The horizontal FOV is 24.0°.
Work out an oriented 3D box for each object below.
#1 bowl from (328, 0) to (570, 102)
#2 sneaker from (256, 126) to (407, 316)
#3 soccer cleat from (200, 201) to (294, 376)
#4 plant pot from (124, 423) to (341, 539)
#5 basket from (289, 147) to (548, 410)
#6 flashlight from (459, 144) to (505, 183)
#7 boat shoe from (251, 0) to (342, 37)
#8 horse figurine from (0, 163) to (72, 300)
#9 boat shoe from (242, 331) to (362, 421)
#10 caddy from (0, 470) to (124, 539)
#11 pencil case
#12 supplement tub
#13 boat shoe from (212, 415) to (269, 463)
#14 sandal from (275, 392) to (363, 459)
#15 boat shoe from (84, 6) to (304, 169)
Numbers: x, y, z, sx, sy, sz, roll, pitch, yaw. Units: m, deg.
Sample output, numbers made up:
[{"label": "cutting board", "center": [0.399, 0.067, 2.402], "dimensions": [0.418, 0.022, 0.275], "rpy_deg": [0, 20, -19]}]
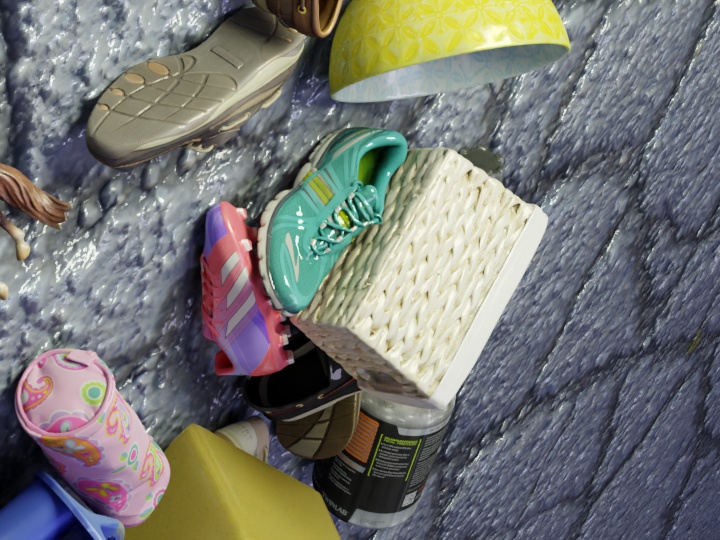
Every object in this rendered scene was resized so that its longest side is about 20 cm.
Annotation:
[{"label": "bowl", "center": [0.064, -0.210, 1.367], "dimensions": [0.199, 0.198, 0.109], "rpy_deg": [-6, 85, -56]}, {"label": "sneaker", "center": [-0.024, -0.049, 1.420], "dimensions": [0.078, 0.079, 0.201], "rpy_deg": [53, 51, -35]}, {"label": "soccer cleat", "center": [-0.110, 0.023, 1.447], "dimensions": [0.076, 0.067, 0.201], "rpy_deg": [-14, 139, 2]}, {"label": "plant pot", "center": [-0.114, 0.300, 1.530], "dimensions": [0.196, 0.200, 0.194], "rpy_deg": [-50, 131, 7]}, {"label": "basket", "center": [0.047, 0.001, 1.468], "dimensions": [0.123, 0.135, 0.201], "rpy_deg": [37, 75, -24]}, {"label": "flashlight", "center": [0.100, -0.032, 1.730], "dimensions": [0.068, 0.068, 0.202], "rpy_deg": [-19, 133, -42]}, {"label": "boat shoe", "center": [-0.013, -0.257, 1.190], "dimensions": [0.072, 0.067, 0.201], "rpy_deg": [-18, 140, -48]}, {"label": "horse figurine", "center": [-0.289, -0.010, 1.104], "dimensions": [0.199, 0.050, 0.133], "rpy_deg": [-39, 135, -10]}, {"label": "boat shoe", "center": [-0.020, 0.079, 1.584], "dimensions": [0.200, 0.074, 0.063], "rpy_deg": [-30, 156, 19]}, {"label": "caddy", "center": [-0.237, 0.244, 1.397], "dimensions": [0.105, 0.142, 0.200], "rpy_deg": [-37, 165, -18]}, {"label": "pencil case", "center": [-0.215, 0.138, 1.385], "dimensions": [0.087, 0.087, 0.201], "rpy_deg": [-46, 153, -14]}, {"label": "supplement tub", "center": [0.027, 0.161, 1.770], "dimensions": [0.122, 0.122, 0.202], "rpy_deg": [-24, 143, -45]}, {"label": "boat shoe", "center": [-0.122, 0.228, 1.668], "dimensions": [0.065, 0.072, 0.202], "rpy_deg": [-29, 139, -38]}, {"label": "sandal", "center": [-0.029, 0.104, 1.680], "dimensions": [0.054, 0.079, 0.202], "rpy_deg": [-56, 163, -59]}, {"label": "boat shoe", "center": [-0.116, -0.120, 1.244], "dimensions": [0.199, 0.074, 0.074], "rpy_deg": [-34, 148, -33]}]
